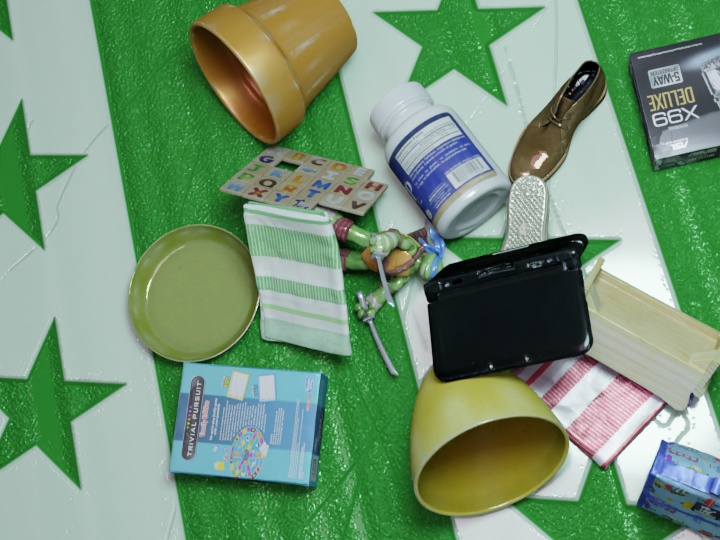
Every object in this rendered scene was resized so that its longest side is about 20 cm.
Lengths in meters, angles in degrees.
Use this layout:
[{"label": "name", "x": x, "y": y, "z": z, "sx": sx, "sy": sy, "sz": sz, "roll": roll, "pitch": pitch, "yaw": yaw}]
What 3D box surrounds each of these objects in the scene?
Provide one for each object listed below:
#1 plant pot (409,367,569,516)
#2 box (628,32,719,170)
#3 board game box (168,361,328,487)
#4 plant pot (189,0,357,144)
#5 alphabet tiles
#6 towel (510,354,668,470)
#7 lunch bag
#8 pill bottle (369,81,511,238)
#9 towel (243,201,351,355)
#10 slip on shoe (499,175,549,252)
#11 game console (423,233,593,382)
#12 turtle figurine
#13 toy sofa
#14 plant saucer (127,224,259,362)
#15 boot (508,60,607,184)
[{"label": "plant pot", "x": 0.143, "y": 0.191, "z": 1.368, "sx": 0.199, "sy": 0.200, "sz": 0.143, "roll": -25, "pitch": 47, "yaw": 5}, {"label": "box", "x": 0.474, "y": -0.234, "z": 1.464, "sx": 0.198, "sy": 0.050, "sz": 0.159, "roll": -11, "pitch": 74, "yaw": 9}, {"label": "board game box", "x": -0.151, "y": 0.209, "z": 1.486, "sx": 0.198, "sy": 0.047, "sz": 0.152, "roll": 3, "pitch": 76, "yaw": 13}, {"label": "plant pot", "x": -0.111, "y": -0.314, "z": 1.551, "sx": 0.183, "sy": 0.200, "sz": 0.200, "roll": -39, "pitch": 70, "yaw": -16}, {"label": "alphabet tiles", "x": -0.070, "y": -0.121, "z": 1.513, "sx": 0.199, "sy": 0.167, "sz": 0.008, "roll": 15, "pitch": 121, "yaw": 16}, {"label": "towel", "x": 0.292, "y": 0.138, "z": 1.421, "sx": 0.144, "sy": 0.023, "sz": 0.200, "roll": -45, "pitch": 71, "yaw": -1}, {"label": "lunch bag", "x": 0.411, "y": 0.256, "z": 1.269, "sx": 0.150, "sy": 0.200, "sz": 0.095, "roll": 22, "pitch": 80, "yaw": 17}, {"label": "pill bottle", "x": 0.103, "y": -0.155, "z": 1.488, "sx": 0.119, "sy": 0.120, "sz": 0.201, "roll": -35, "pitch": 70, "yaw": 1}, {"label": "towel", "x": -0.086, "y": 0.011, "z": 1.458, "sx": 0.152, "sy": 0.023, "sz": 0.202, "roll": 9, "pitch": 116, "yaw": 33}, {"label": "slip on shoe", "x": 0.219, "y": -0.026, "z": 1.462, "sx": 0.073, "sy": 0.061, "sz": 0.202, "roll": 8, "pitch": 90, "yaw": 16}, {"label": "game console", "x": 0.190, "y": 0.043, "z": 1.358, "sx": 0.199, "sy": 0.176, "sz": 0.117, "roll": -13, "pitch": 98, "yaw": 21}, {"label": "turtle figurine", "x": 0.000, "y": 0.000, "z": 1.459, "sx": 0.193, "sy": 0.144, "sz": 0.201, "roll": 22, "pitch": 77, "yaw": 21}, {"label": "toy sofa", "x": 0.357, "y": 0.080, "z": 1.382, "sx": 0.199, "sy": 0.098, "sz": 0.083, "roll": 29, "pitch": 40, "yaw": 12}, {"label": "plant saucer", "x": -0.234, "y": 0.034, "z": 1.560, "sx": 0.198, "sy": 0.031, "sz": 0.202, "roll": -3, "pitch": 76, "yaw": 11}, {"label": "boot", "x": 0.265, "y": -0.203, "z": 1.490, "sx": 0.073, "sy": 0.075, "sz": 0.201, "roll": 34, "pitch": 86, "yaw": 17}]
